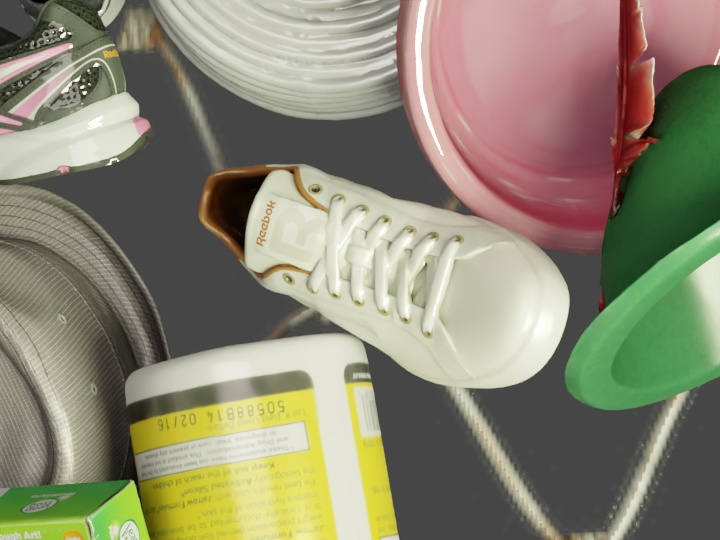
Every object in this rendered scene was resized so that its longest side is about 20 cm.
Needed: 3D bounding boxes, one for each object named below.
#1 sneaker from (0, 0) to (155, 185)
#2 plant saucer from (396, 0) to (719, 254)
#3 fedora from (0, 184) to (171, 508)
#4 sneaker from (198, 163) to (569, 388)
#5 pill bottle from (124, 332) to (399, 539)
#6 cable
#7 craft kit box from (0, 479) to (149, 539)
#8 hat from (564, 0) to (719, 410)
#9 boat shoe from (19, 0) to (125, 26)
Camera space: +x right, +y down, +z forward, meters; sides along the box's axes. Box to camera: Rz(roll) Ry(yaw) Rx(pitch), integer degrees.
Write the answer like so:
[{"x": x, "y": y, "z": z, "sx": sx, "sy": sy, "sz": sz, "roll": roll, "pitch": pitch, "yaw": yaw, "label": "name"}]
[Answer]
[{"x": -0.194, "y": -0.078, "z": 1.048, "sx": 0.199, "sy": 0.080, "sz": 0.087, "roll": -11, "pitch": 95, "yaw": 15, "label": "sneaker"}, {"x": 0.105, "y": -0.108, "z": 0.984, "sx": 0.200, "sy": 0.051, "sz": 0.201, "roll": -7, "pitch": 111, "yaw": -18, "label": "plant saucer"}, {"x": -0.179, "y": 0.055, "z": 1.040, "sx": 0.176, "sy": 0.090, "sz": 0.201, "roll": -21, "pitch": 82, "yaw": 7, "label": "fedora"}, {"x": 0.000, "y": 0.000, "z": 0.967, "sx": 0.200, "sy": 0.085, "sz": 0.073, "roll": 20, "pitch": 95, "yaw": 49, "label": "sneaker"}, {"x": -0.036, "y": 0.134, "z": 0.998, "sx": 0.111, "sy": 0.111, "sz": 0.201, "roll": -11, "pitch": 83, "yaw": 9, "label": "pill bottle"}, {"x": -0.013, "y": -0.169, "z": 1.040, "sx": 0.199, "sy": 0.069, "sz": 0.201, "roll": -7, "pitch": 84, "yaw": 9, "label": "cable"}, {"x": -0.165, "y": 0.194, "z": 0.989, "sx": 0.199, "sy": 0.049, "sz": 0.198, "roll": -6, "pitch": 108, "yaw": 28, "label": "craft kit box"}, {"x": 0.130, "y": -0.066, "z": 0.969, "sx": 0.200, "sy": 0.165, "sz": 0.176, "roll": -50, "pitch": 59, "yaw": 40, "label": "hat"}, {"x": -0.142, "y": -0.214, "z": 1.068, "sx": 0.071, "sy": 0.068, "sz": 0.201, "roll": 3, "pitch": 86, "yaw": 10, "label": "boat shoe"}]
